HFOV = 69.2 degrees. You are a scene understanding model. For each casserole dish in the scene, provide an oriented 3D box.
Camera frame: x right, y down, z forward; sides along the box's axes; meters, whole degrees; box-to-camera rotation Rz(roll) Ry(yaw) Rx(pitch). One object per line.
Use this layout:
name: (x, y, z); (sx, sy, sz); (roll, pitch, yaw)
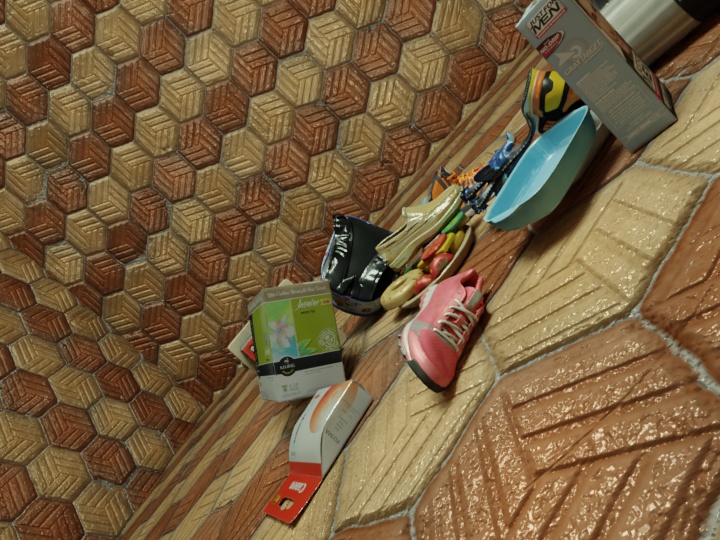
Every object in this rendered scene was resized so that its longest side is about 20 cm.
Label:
casserole dish: (0.232, -0.122, 0.658); (0.201, 0.039, 0.121); (-55, 10, -25)

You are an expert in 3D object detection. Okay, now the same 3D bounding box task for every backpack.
backpack: (0.000, 0.000, 1.132); (0.156, 0.196, 0.192); (90, -157, -52)

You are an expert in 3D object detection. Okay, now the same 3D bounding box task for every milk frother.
milk frother: (0.447, -0.399, 0.744); (0.196, 0.184, 0.188); (0, -24, -33)

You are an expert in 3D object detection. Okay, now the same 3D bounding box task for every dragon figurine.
dragon figurine: (0.213, -0.150, 0.793); (0.100, 0.058, 0.200); (-54, 0, -13)

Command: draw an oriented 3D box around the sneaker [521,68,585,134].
sneaker: (0.292, -0.235, 0.751); (0.199, 0.088, 0.072); (-7, -70, -62)

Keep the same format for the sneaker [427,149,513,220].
sneaker: (0.211, -0.181, 1.033); (0.200, 0.112, 0.078); (-47, 7, 16)

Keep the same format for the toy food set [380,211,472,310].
toy food set: (0.125, -0.013, 0.943); (0.199, 0.048, 0.200); (-54, 8, -34)

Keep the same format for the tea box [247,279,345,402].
tea box: (-0.129, 0.138, 1.000); (0.131, 0.202, 0.200); (-8, -8, -21)

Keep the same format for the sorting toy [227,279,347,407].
sorting toy: (-0.149, 0.157, 1.139); (0.200, 0.200, 0.069); (-51, 12, -20)

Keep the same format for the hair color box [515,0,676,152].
hair color box: (0.275, -0.245, 0.608); (0.061, 0.200, 0.099); (-41, 10, 40)

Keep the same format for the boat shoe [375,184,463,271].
boat shoe: (0.106, -0.090, 0.962); (0.200, 0.076, 0.072); (-47, 7, 14)

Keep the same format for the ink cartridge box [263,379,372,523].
ink cartridge box: (-0.079, 0.261, 0.772); (0.201, 0.050, 0.162); (-50, 6, -29)

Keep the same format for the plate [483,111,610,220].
plate: (0.288, -0.159, 0.767); (0.201, 0.032, 0.200); (-51, 7, -17)

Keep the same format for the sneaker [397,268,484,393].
sneaker: (0.104, 0.056, 0.615); (0.087, 0.074, 0.201); (-43, 9, 31)

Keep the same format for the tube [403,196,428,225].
tube: (0.137, -0.119, 1.372); (0.078, 0.050, 0.200); (-48, 1, -38)

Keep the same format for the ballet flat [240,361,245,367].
ballet flat: (-0.623, 0.492, 2.933); (0.071, 0.069, 0.200); (-29, 3, -2)
